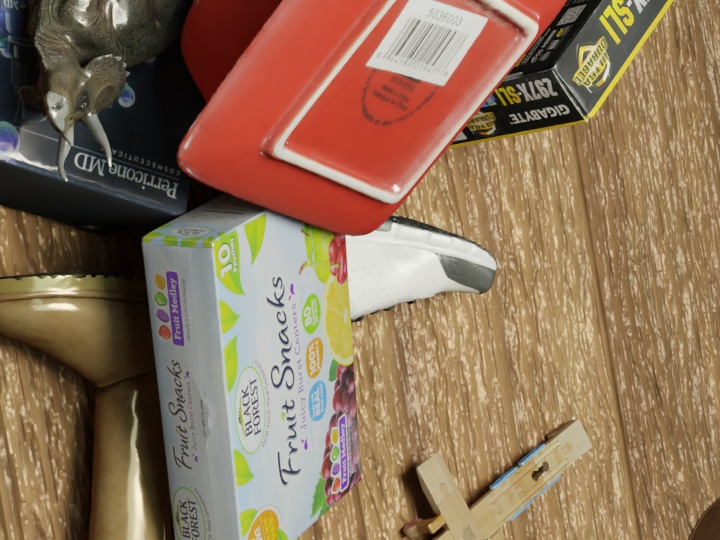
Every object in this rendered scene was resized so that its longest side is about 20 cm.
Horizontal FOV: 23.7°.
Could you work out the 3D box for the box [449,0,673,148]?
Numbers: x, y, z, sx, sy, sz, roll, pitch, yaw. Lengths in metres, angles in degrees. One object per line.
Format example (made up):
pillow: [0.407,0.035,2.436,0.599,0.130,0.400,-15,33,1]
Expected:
box: [0.135,-0.173,1.160,0.049,0.159,0.201,49,60,-22]

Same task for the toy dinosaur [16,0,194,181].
toy dinosaur: [-0.128,-0.145,0.897,0.200,0.076,0.103,-50,128,-37]

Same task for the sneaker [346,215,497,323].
sneaker: [0.000,0.000,1.109,0.198,0.074,0.081,9,95,-31]

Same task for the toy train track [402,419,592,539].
toy train track: [0.089,0.161,1.176,0.199,0.032,0.115,-33,98,-40]

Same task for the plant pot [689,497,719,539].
plant pot: [0.369,0.254,1.266,0.185,0.199,0.189,4,82,-35]

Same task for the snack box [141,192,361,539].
snack box: [-0.058,0.056,0.985,0.142,0.053,0.202,-33,124,-54]

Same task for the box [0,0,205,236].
box: [-0.169,-0.138,0.965,0.147,0.107,0.202,16,77,-35]

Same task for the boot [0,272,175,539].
boot: [-0.145,0.104,0.985,0.174,0.066,0.202,4,84,-36]

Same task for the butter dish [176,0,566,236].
butter dish: [-0.015,-0.142,0.918,0.200,0.148,0.199,-49,149,15]
